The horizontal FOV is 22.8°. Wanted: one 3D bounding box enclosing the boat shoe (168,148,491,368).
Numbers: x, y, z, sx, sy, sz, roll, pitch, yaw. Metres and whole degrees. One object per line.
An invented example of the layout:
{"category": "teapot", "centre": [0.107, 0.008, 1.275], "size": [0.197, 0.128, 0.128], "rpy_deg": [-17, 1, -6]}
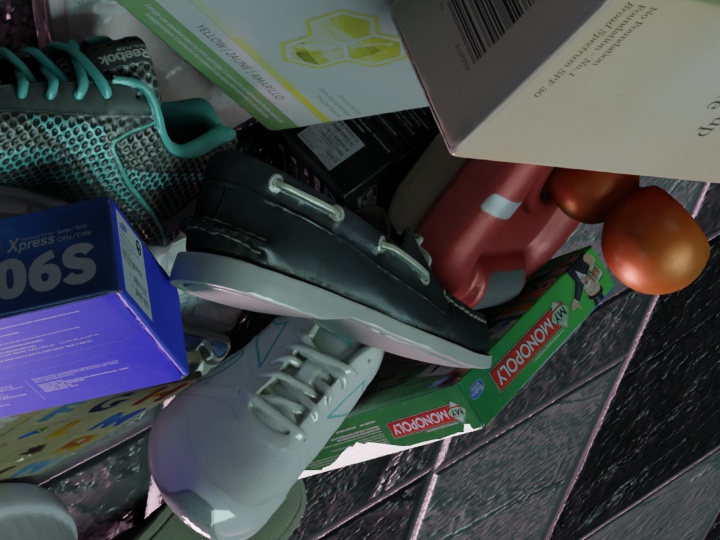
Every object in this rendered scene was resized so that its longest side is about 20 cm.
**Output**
{"category": "boat shoe", "centre": [0.000, 0.000, 0.780], "size": [0.200, 0.075, 0.061], "rpy_deg": [22, 79, -55]}

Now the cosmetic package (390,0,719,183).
{"category": "cosmetic package", "centre": [0.122, -0.093, 0.688], "size": [0.200, 0.073, 0.104], "rpy_deg": [3, 146, -40]}

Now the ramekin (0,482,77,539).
{"category": "ramekin", "centre": [-0.221, 0.211, 0.944], "size": [0.202, 0.094, 0.203], "rpy_deg": [-31, 155, -16]}

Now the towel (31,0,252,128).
{"category": "towel", "centre": [-0.050, -0.133, 0.778], "size": [0.200, 0.032, 0.191], "rpy_deg": [-33, 152, -21]}

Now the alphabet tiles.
{"category": "alphabet tiles", "centre": [-0.174, 0.084, 0.852], "size": [0.200, 0.006, 0.166], "rpy_deg": [-31, 165, 34]}

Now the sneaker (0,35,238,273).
{"category": "sneaker", "centre": [-0.125, -0.063, 0.703], "size": [0.091, 0.078, 0.200], "rpy_deg": [-47, 146, 11]}

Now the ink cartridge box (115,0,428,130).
{"category": "ink cartridge box", "centre": [0.024, -0.115, 0.699], "size": [0.199, 0.048, 0.146], "rpy_deg": [-7, 160, 21]}

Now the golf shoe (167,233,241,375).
{"category": "golf shoe", "centre": [-0.107, -0.009, 0.844], "size": [0.097, 0.078, 0.200], "rpy_deg": [-55, 162, 9]}

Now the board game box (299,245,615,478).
{"category": "board game box", "centre": [0.029, 0.055, 0.969], "size": [0.200, 0.029, 0.135], "rpy_deg": [-22, -165, 49]}

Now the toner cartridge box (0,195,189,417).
{"category": "toner cartridge box", "centre": [-0.177, 0.028, 0.705], "size": [0.199, 0.043, 0.095], "rpy_deg": [-12, 154, 6]}

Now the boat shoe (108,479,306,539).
{"category": "boat shoe", "centre": [-0.118, 0.176, 1.120], "size": [0.200, 0.072, 0.068], "rpy_deg": [-33, -171, -36]}

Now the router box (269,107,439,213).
{"category": "router box", "centre": [0.030, -0.052, 0.957], "size": [0.150, 0.062, 0.200], "rpy_deg": [-38, 159, -17]}

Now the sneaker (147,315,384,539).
{"category": "sneaker", "centre": [-0.037, 0.055, 0.852], "size": [0.080, 0.070, 0.200], "rpy_deg": [-45, -176, 31]}

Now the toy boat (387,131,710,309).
{"category": "toy boat", "centre": [0.115, -0.043, 0.853], "size": [0.200, 0.131, 0.130], "rpy_deg": [-53, 159, 23]}
